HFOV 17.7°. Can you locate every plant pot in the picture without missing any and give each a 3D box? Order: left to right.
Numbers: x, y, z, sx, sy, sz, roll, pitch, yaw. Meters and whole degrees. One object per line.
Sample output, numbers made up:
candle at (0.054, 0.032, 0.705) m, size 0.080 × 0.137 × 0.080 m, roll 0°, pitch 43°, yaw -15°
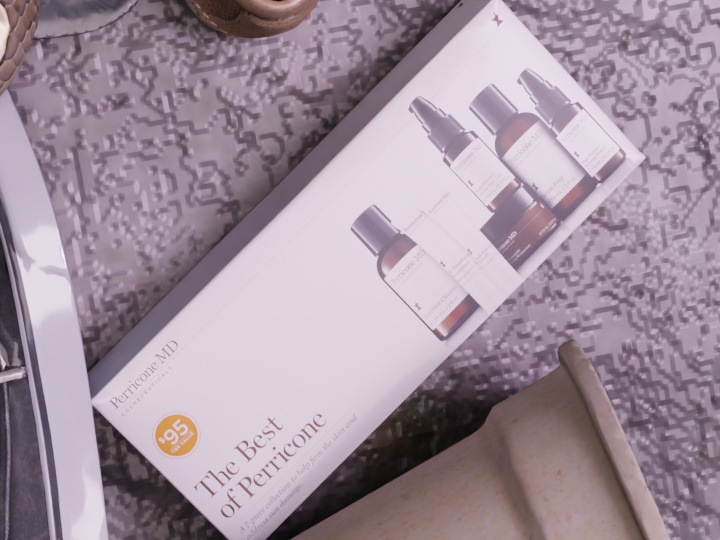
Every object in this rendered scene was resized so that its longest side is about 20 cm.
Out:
plant pot at (0.026, 0.150, 0.778) m, size 0.183 × 0.200 × 0.201 m, roll -22°, pitch 100°, yaw 2°

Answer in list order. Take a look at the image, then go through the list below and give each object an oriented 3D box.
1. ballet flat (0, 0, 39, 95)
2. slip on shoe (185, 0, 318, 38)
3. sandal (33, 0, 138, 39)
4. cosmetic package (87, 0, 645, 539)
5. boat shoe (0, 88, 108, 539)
ballet flat at (-0.131, -0.150, 0.749) m, size 0.067 × 0.046 × 0.201 m, roll 5°, pitch 89°, yaw -17°
slip on shoe at (-0.060, -0.175, 0.784) m, size 0.076 × 0.061 × 0.201 m, roll -17°, pitch 99°, yaw -7°
sandal at (-0.170, -0.100, 0.781) m, size 0.199 × 0.048 × 0.076 m, roll -14°, pitch 98°, yaw -7°
cosmetic package at (0.000, 0.000, 0.819) m, size 0.200 × 0.051 × 0.083 m, roll -45°, pitch 100°, yaw -2°
boat shoe at (-0.131, 0.039, 0.790) m, size 0.068 × 0.074 × 0.201 m, roll -10°, pitch 102°, yaw -15°
